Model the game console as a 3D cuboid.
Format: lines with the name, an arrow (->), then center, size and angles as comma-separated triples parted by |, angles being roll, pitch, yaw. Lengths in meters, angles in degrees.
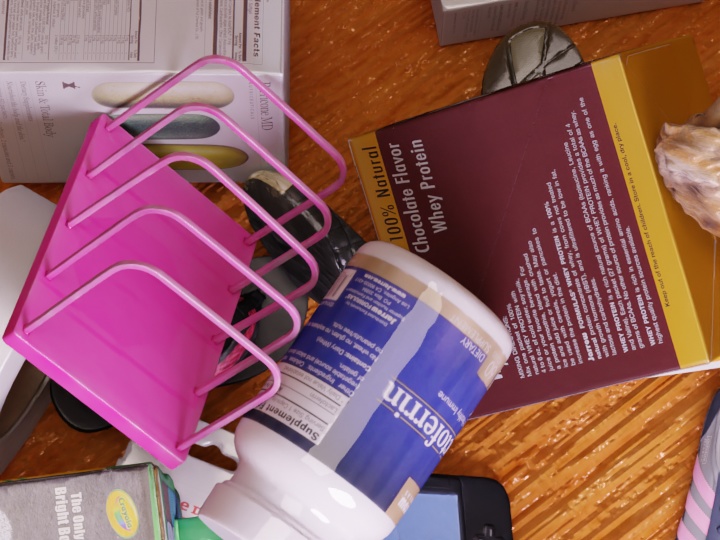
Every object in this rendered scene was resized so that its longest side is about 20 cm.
game console -> 0.038, 0.199, 1.549 | 0.199, 0.119, 0.174 | 7, 68, -27

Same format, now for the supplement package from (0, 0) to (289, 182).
supplement package -> -0.147, -0.158, 1.631 | 0.198, 0.152, 0.152 | 0, 64, 0

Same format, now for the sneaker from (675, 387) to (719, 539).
sneaker -> 0.248, 0.163, 1.619 | 0.070, 0.082, 0.202 | 7, 79, 1

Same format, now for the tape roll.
tape roll -> -0.239, 0.049, 1.581 | 0.070, 0.203, 0.203 | 28, 80, 5

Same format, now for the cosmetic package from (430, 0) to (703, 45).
cosmetic package -> 0.142, -0.234, 1.699 | 0.199, 0.081, 0.114 | -12, 77, -2

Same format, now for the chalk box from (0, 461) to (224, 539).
chalk box -> -0.167, 0.194, 1.524 | 0.198, 0.124, 0.125 | -6, 77, 0

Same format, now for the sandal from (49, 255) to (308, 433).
sandal -> -0.115, 0.049, 1.639 | 0.199, 0.045, 0.075 | -27, 80, -24

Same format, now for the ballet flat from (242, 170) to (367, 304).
ballet flat -> 0.000, 0.000, 1.660 | 0.200, 0.066, 0.057 | 41, 55, -7

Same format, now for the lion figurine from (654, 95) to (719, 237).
lion figurine -> 0.253, -0.023, 1.496 | 0.122, 0.200, 0.073 | 14, 63, 28

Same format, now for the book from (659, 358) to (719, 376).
book -> 0.264, -0.010, 1.599 | 0.199, 0.048, 0.135 | -10, 96, 33

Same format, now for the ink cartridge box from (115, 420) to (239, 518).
ink cartridge box -> -0.127, 0.202, 1.617 | 0.115, 0.067, 0.201 | 21, 80, 5

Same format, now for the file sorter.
file sorter -> -0.104, -0.013, 1.500 | 0.139, 0.125, 0.201 | 40, 41, -23

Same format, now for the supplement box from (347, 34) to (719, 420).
supplement box -> 0.131, -0.026, 1.570 | 0.199, 0.133, 0.199 | -16, 92, 30

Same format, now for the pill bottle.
pill bottle -> -0.005, 0.093, 1.476 | 0.115, 0.116, 0.201 | 34, 80, 6

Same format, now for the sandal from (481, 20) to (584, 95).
sandal -> 0.138, -0.072, 1.685 | 0.081, 0.055, 0.201 | -24, 95, -4
